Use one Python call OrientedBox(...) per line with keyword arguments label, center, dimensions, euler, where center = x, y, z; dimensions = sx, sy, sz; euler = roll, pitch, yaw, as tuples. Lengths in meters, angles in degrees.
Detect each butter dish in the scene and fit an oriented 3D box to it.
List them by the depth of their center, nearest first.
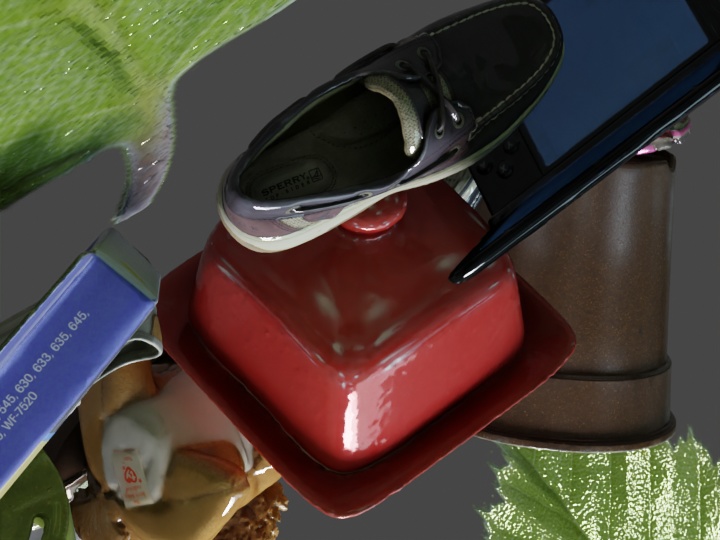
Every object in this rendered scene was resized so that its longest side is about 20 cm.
OrientedBox(label="butter dish", center=(0.000, 0.000, 0.929), dimensions=(0.199, 0.200, 0.148), euler=(-34, 152, -24))

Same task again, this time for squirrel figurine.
OrientedBox(label="squirrel figurine", center=(-0.084, 0.115, 1.063), dimensions=(0.186, 0.142, 0.201), euler=(-17, 144, -47))

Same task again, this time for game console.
OrientedBox(label="game console", center=(0.115, -0.106, 0.860), dimensions=(0.200, 0.177, 0.116), euler=(-37, 149, 24))

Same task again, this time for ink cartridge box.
OrientedBox(label="ink cartridge box", center=(-0.159, 0.073, 0.697), dimensions=(0.198, 0.047, 0.200), euler=(-50, -171, 0))

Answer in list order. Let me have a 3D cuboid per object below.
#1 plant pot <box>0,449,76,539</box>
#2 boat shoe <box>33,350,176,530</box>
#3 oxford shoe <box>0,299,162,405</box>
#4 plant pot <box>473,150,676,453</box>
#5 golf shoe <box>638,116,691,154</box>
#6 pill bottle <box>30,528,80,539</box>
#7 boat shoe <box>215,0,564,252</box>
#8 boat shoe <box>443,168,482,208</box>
OrientedBox(label="plant pot", center=(-0.233, 0.177, 0.939), dimensions=(0.200, 0.200, 0.190), euler=(-32, 162, -29))
OrientedBox(label="boat shoe", center=(-0.177, 0.093, 1.097), dimensions=(0.202, 0.075, 0.075), euler=(-41, 161, -8))
OrientedBox(label="oxford shoe", center=(-0.182, 0.064, 0.838), dimensions=(0.199, 0.058, 0.075), euler=(-31, 176, -22))
OrientedBox(label="plant pot", center=(0.140, 0.006, 1.187), dimensions=(0.199, 0.200, 0.200), euler=(5, -167, -1))
OrientedBox(label="golf shoe", center=(0.197, -0.155, 1.161), dimensions=(0.072, 0.093, 0.200), euler=(-10, -158, 10))
OrientedBox(label="pill bottle", center=(-0.242, 0.189, 1.222), dimensions=(0.112, 0.112, 0.200), euler=(-35, 174, -5))
OrientedBox(label="boat shoe", center=(0.019, -0.075, 0.817), dimensions=(0.199, 0.072, 0.065), euler=(-29, 178, -7))
OrientedBox(label="boat shoe", center=(0.049, -0.010, 1.103), dimensions=(0.075, 0.062, 0.201), euler=(-84, -166, -46))
